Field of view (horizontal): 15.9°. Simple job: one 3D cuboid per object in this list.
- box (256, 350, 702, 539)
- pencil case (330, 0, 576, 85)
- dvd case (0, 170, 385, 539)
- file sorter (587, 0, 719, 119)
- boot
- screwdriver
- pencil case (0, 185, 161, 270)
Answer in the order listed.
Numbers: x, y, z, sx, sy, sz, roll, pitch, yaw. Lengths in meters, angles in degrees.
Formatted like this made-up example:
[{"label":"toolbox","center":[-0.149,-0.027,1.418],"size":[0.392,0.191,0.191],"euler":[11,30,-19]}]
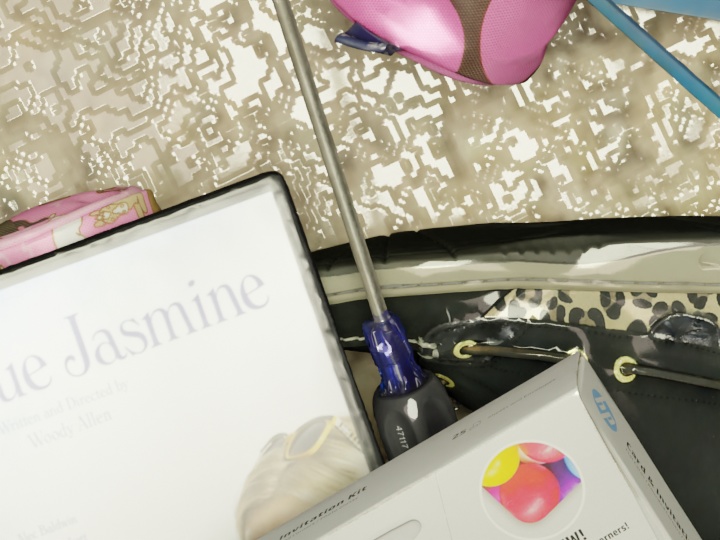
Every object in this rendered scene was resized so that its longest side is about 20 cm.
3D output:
[{"label":"box","center":[0.054,0.149,0.794],"size":[0.155,0.041,0.201],"euler":[-31,102,14]},{"label":"pencil case","center":[0.057,-0.158,0.823],"size":[0.093,0.091,0.201],"euler":[31,109,2]},{"label":"dvd case","center":[-0.058,0.085,0.827],"size":[0.142,0.018,0.201],"euler":[-20,94,-6]},{"label":"file sorter","center":[0.171,-0.137,0.770],"size":[0.123,0.138,0.201],"euler":[48,122,38]},{"label":"boot","center":[0.056,0.063,0.876],"size":[0.202,0.073,0.155],"euler":[-4,99,3]},{"label":"screwdriver","center":[0.000,0.000,0.816],"size":[0.028,0.029,0.201],"euler":[-29,108,-28]},{"label":"pencil case","center":[-0.075,0.069,0.875],"size":[0.086,0.083,0.201],"euler":[-22,95,-17]}]
